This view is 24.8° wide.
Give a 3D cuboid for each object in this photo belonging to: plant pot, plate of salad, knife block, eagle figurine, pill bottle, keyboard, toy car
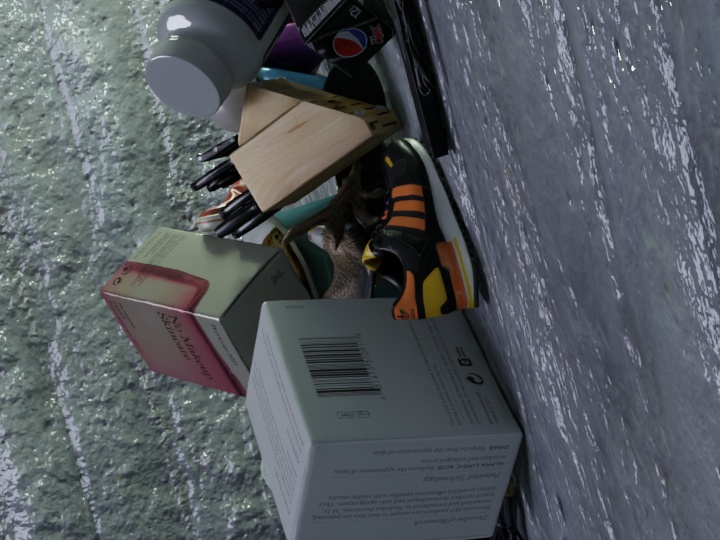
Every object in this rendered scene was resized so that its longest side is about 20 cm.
[{"bbox_3d":[-0.016,0.002,1.848,0.200,0.141,0.142,-153,47,-71],"label":"plant pot"},{"bbox_3d":[-0.094,0.029,1.817,0.200,0.048,0.201,48,149,42],"label":"plate of salad"},{"bbox_3d":[-0.070,-0.095,1.629,0.064,0.199,0.177,-24,-53,-58],"label":"knife block"},{"bbox_3d":[-0.003,-0.004,1.619,0.151,0.151,0.201,-112,9,-48],"label":"eagle figurine"},{"bbox_3d":[-0.134,-0.250,1.625,0.111,0.110,0.201,82,-151,-52],"label":"pill bottle"},{"bbox_3d":[0.043,-0.192,1.354,0.127,0.020,0.201,-108,2,-80],"label":"keyboard"},{"bbox_3d":[-0.098,-0.255,1.951,0.150,0.174,0.201,-46,51,40],"label":"toy car"}]

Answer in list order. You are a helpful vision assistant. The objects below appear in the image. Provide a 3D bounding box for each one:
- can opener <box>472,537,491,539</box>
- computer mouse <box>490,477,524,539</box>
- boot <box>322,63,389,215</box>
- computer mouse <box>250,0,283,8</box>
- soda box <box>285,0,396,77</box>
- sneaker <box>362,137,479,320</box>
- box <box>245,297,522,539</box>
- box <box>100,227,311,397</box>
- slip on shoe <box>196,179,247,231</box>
[{"bbox_3d":[0.101,0.269,1.646,0.200,0.078,0.064,-8,-93,-85],"label":"can opener"},{"bbox_3d":[0.109,0.189,1.612,0.200,0.044,0.110,-116,10,-56],"label":"computer mouse"},{"bbox_3d":[-0.011,-0.152,1.734,0.174,0.069,0.201,-100,5,-63],"label":"boot"},{"bbox_3d":[-0.063,-0.262,1.595,0.200,0.034,0.059,-8,-108,-62],"label":"computer mouse"},{"bbox_3d":[-0.034,-0.272,1.517,0.071,0.063,0.201,31,-153,-40],"label":"soda box"},{"bbox_3d":[0.038,-0.039,1.452,0.070,0.090,0.201,81,170,-50],"label":"sneaker"},{"bbox_3d":[0.015,0.135,1.492,0.199,0.199,0.131,-113,28,-49],"label":"box"},{"bbox_3d":[-0.154,0.045,1.726,0.199,0.109,0.128,10,139,44],"label":"box"},{"bbox_3d":[-0.107,-0.100,1.770,0.074,0.200,0.061,-12,111,52],"label":"slip on shoe"}]
